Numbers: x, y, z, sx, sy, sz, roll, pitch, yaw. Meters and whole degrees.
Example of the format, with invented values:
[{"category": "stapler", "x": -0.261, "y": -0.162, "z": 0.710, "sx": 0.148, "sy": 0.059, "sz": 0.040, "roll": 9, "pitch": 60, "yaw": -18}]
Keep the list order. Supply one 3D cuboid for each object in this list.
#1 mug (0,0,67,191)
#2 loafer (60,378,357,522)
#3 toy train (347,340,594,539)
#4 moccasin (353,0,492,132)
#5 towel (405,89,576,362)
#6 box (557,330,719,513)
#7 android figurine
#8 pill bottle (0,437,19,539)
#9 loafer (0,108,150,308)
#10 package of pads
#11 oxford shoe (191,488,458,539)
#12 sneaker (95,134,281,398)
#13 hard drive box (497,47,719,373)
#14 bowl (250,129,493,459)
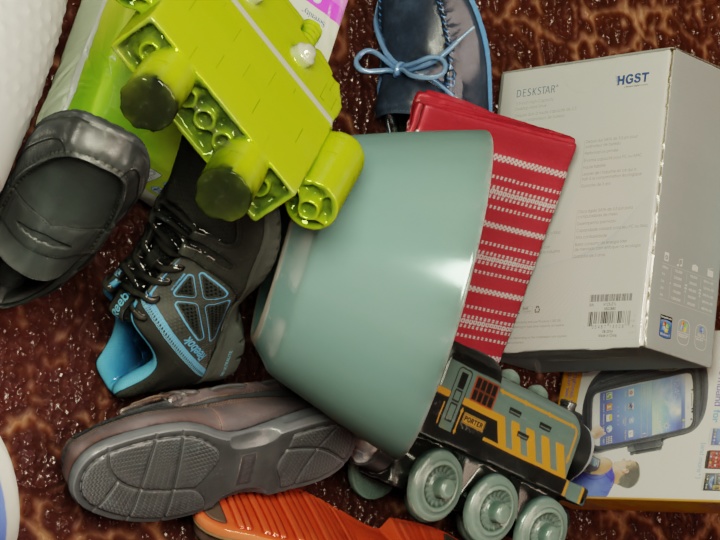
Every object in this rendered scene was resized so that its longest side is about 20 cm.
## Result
[{"category": "mug", "x": -0.221, "y": -0.133, "z": 1.305, "sx": 0.200, "sy": 0.147, "sz": 0.176, "roll": 65, "pitch": 40, "yaw": -61}, {"category": "loafer", "x": -0.097, "y": 0.101, "z": 1.458, "sx": 0.199, "sy": 0.063, "sz": 0.072, "roll": -4, "pitch": 127, "yaw": -37}, {"category": "toy train", "x": 0.076, "y": 0.116, "z": 1.586, "sx": 0.200, "sy": 0.085, "sz": 0.115, "roll": 27, "pitch": 83, "yaw": -40}, {"category": "moccasin", "x": 0.046, "y": -0.111, "z": 1.588, "sx": 0.068, "sy": 0.080, "sz": 0.201, "roll": -23, "pitch": 102, "yaw": -44}, {"category": "towel", "x": 0.057, "y": -0.009, "z": 1.581, "sx": 0.144, "sy": 0.022, "sz": 0.201, "roll": 12, "pitch": 102, "yaw": -40}, {"category": "box", "x": 0.217, "y": 0.102, "z": 1.654, "sx": 0.041, "sy": 0.199, "sz": 0.120, "roll": 23, "pitch": 71, "yaw": -40}, {"category": "android figurine", "x": -0.066, "y": -0.108, "z": 1.321, "sx": 0.182, "sy": 0.041, "sz": 0.200, "roll": 51, "pitch": 29, "yaw": -13}, {"category": "pill bottle", "x": -0.280, "y": 0.136, "z": 1.234, "sx": 0.199, "sy": 0.113, "sz": 0.114, "roll": -25, "pitch": 104, "yaw": -42}, {"category": "loafer", "x": -0.161, "y": -0.028, "z": 1.308, "sx": 0.068, "sy": 0.201, "sz": 0.071, "roll": 25, "pitch": 67, "yaw": -12}, {"category": "package of pads", "x": -0.093, "y": -0.133, "z": 1.465, "sx": 0.154, "sy": 0.068, "sz": 0.201, "roll": 33, "pitch": 66, "yaw": -36}, {"category": "oxford shoe", "x": -0.021, "y": 0.187, "z": 1.511, "sx": 0.199, "sy": 0.071, "sz": 0.073, "roll": 19, "pitch": 113, "yaw": -25}, {"category": "sneaker", "x": -0.100, "y": -0.001, "z": 1.391, "sx": 0.082, "sy": 0.073, "sz": 0.201, "roll": -19, "pitch": 139, "yaw": -31}, {"category": "hard drive box", "x": 0.163, "y": -0.037, "z": 1.644, "sx": 0.077, "sy": 0.155, "sz": 0.201, "roll": 16, "pitch": 77, "yaw": -42}, {"category": "bowl", "x": 0.000, "y": 0.000, "z": 1.438, "sx": 0.104, "sy": 0.201, "sz": 0.202, "roll": 17, "pitch": 73, "yaw": -6}]
